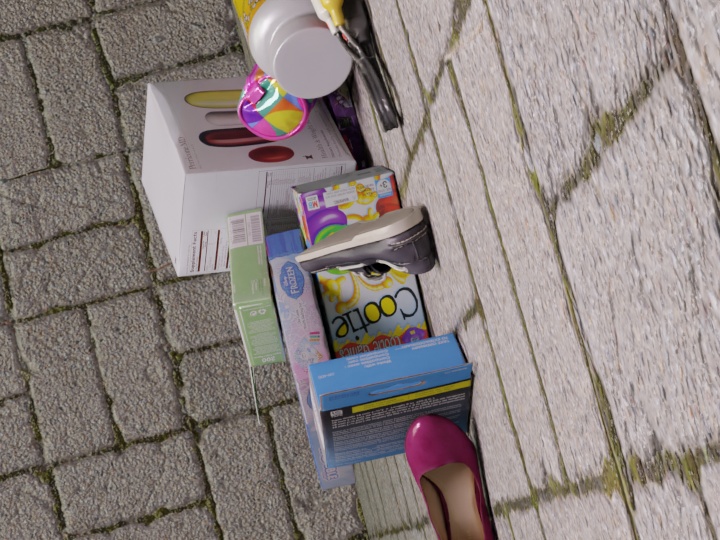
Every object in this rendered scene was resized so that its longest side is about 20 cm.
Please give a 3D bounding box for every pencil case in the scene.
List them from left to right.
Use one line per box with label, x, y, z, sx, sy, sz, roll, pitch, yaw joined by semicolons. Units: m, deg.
pencil case;-0.084;-0.223;1.818;0.200;0.088;0.089;-79;-19;-58

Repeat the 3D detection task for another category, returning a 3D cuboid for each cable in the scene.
cable;-0.010;-0.210;1.564;0.097;0.050;0.201;80;175;-69

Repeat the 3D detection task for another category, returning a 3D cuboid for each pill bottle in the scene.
pill bottle;-0.070;-0.268;1.710;0.200;0.112;0.113;-110;8;-51

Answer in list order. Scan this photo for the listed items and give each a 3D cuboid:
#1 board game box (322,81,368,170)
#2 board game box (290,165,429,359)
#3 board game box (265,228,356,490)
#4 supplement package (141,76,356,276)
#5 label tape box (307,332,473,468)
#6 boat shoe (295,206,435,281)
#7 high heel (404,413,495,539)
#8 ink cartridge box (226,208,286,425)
board game box;-0.024;-0.165;1.958;0.200;0.032;0.121;142;118;-84
board game box;0.000;0.000;1.716;0.105;0.103;0.201;-135;32;-80
board game box;-0.053;0.096;1.712;0.200;0.043;0.199;80;175;-49
supplement package;-0.135;-0.116;1.873;0.191;0.199;0.147;-118;28;-46
label tape box;0.027;0.113;1.517;0.200;0.144;0.064;88;169;-64
boat shoe;0.003;-0.012;1.569;0.200;0.073;0.063;-15;106;57
high heel;0.093;0.226;1.539;0.096;0.067;0.200;-101;-12;-48
ink cartridge box;-0.111;0.053;1.795;0.146;0.048;0.200;-100;0;-46
